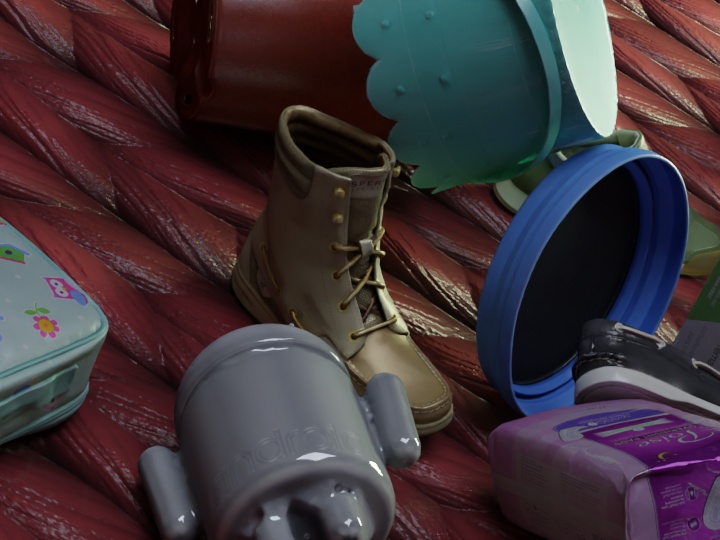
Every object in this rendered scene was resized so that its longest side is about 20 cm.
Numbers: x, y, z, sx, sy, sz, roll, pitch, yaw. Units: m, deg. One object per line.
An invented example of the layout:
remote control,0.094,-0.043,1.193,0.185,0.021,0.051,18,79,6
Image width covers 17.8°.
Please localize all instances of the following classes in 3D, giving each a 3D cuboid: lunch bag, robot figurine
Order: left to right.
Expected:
lunch bag,-0.256,0.044,1.365,0.160,0.077,0.199,40,35,20
robot figurine,-0.047,0.111,1.374,0.168,0.114,0.201,-16,43,-8

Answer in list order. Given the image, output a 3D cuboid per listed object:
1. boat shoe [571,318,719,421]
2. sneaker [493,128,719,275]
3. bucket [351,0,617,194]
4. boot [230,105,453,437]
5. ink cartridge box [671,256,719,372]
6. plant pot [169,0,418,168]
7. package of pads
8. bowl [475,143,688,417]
boat shoe,0.226,0.091,1.592,0.199,0.074,0.061,22,51,-27
sneaker,0.212,-0.066,1.823,0.199,0.090,0.067,18,32,-11
bucket,0.087,-0.162,1.563,0.134,0.208,0.208,-12,27,19
boot,0.000,0.000,1.520,0.072,0.156,0.200,-18,50,-38
ink cartridge box,0.331,0.074,1.652,0.199,0.146,0.084,35,34,16
plant pot,-0.035,-0.182,1.745,0.194,0.202,0.201,3,38,-18
package of pads,0.172,0.133,1.434,0.120,0.076,0.200,-12,10,-20
bowl,0.152,0.008,1.583,0.039,0.202,0.200,28,29,34
